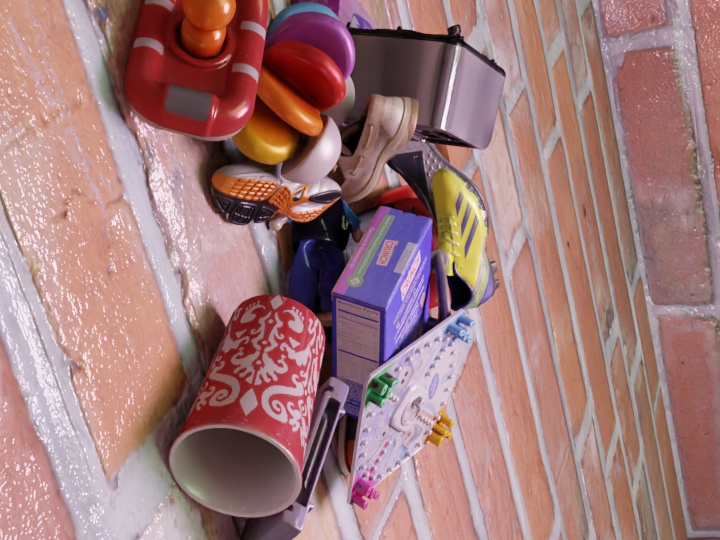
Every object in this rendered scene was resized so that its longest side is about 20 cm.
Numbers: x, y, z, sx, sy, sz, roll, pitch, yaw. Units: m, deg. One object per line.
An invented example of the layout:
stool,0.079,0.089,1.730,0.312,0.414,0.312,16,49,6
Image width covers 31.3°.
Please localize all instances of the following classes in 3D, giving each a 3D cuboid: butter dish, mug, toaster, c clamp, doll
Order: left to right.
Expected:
mug,-0.117,0.143,1.326,0.132,0.178,0.201,29,41,-13
doll,-0.055,-0.040,1.545,0.135,0.048,0.203,13,74,-34
toaster,0.063,-0.225,1.564,0.199,0.179,0.121,13,87,-64
c clamp,0.085,0.010,1.671,0.200,0.027,0.174,-148,-125,-77
butter dish,0.110,-0.025,1.845,0.200,0.146,0.203,-23,105,-66

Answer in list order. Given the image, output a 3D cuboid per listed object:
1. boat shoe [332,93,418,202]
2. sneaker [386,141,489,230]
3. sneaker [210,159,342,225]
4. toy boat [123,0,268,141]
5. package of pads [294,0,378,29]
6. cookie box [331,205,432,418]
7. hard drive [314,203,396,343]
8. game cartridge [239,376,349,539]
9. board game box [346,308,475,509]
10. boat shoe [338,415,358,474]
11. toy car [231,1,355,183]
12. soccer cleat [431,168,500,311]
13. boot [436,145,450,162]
boat shoe,0.000,-0.143,1.472,0.200,0.064,0.073,136,-37,-59
sneaker,0.099,-0.128,1.770,0.203,0.077,0.146,52,3,-14
sneaker,-0.109,-0.108,1.454,0.199,0.076,0.093,1,53,-57
toy boat,-0.152,-0.236,1.241,0.131,0.129,0.203,121,-22,-59
package of pads,-0.020,-0.280,1.682,0.200,0.075,0.122,40,49,-59
cookie box,0.027,0.055,1.556,0.172,0.074,0.202,-60,158,-45
hard drive,0.000,0.000,1.678,0.199,0.033,0.142,-25,108,-57
game cartridge,-0.074,0.223,1.379,0.038,0.130,0.201,28,44,-8
board game box,0.064,0.171,1.567,0.199,0.026,0.202,-32,141,-43
boat shoe,0.010,0.165,1.665,0.071,0.062,0.203,39,48,-57
toy car,-0.072,-0.211,1.382,0.174,0.150,0.201,35,42,-20
soccer cleat,0.126,-0.036,1.686,0.083,0.065,0.202,-30,119,-21
boot,0.124,-0.189,2.061,0.188,0.068,0.202,46,36,-46
